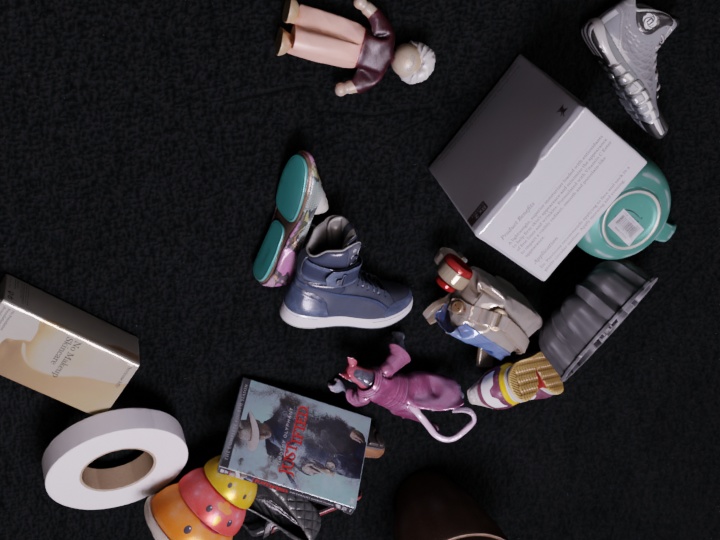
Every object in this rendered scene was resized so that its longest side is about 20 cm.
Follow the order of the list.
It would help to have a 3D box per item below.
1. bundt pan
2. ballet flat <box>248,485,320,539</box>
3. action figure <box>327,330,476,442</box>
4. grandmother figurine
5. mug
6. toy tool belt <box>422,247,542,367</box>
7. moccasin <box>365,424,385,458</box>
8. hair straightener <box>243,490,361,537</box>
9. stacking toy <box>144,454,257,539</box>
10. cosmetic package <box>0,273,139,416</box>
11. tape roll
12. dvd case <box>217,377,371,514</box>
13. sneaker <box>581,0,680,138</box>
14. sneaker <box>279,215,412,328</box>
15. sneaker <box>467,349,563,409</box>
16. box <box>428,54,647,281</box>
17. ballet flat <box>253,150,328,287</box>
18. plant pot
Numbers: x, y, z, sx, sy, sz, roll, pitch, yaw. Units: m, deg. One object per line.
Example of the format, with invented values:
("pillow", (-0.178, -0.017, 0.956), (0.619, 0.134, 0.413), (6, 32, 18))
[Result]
("bundt pan", (0.328, 0.061, 1.486), (0.076, 0.201, 0.203), (42, 105, 15))
("ballet flat", (-0.146, 0.339, 1.546), (0.198, 0.057, 0.067), (27, 113, -6))
("action figure", (0.044, 0.178, 1.485), (0.198, 0.150, 0.134), (22, 117, -39))
("grandmother figurine", (-0.002, -0.270, 1.274), (0.197, 0.061, 0.123), (9, 124, -17))
("mug", (0.362, -0.096, 1.434), (0.182, 0.115, 0.154), (-9, 120, -10))
("toy tool belt", (0.153, 0.066, 1.457), (0.199, 0.125, 0.123), (27, 108, -38))
("moccasin", (-0.062, 0.254, 1.531), (0.198, 0.074, 0.079), (4, 119, -17))
("hair straightener", (-0.101, 0.349, 1.602), (0.197, 0.041, 0.078), (-21, 101, 3))
("stacking toy", (-0.197, 0.309, 1.475), (0.146, 0.146, 0.201), (37, 96, -29))
("cosmetic package", (-0.398, 0.101, 1.357), (0.198, 0.071, 0.106), (29, 108, -26))
("tape roll", (-0.337, 0.262, 1.440), (0.200, 0.037, 0.204), (-16, 144, -12))
("dvd case", (-0.089, 0.243, 1.457), (0.197, 0.148, 0.022), (19, 142, -7))
("sneaker", (0.384, -0.275, 1.368), (0.115, 0.075, 0.200), (-39, 120, 5))
("sneaker", (0.000, 0.001, 1.388), (0.200, 0.077, 0.148), (-4, 126, -32))
("sneaker", (0.230, 0.163, 1.543), (0.089, 0.076, 0.199), (-18, 169, 32))
("box", (0.218, -0.133, 1.324), (0.130, 0.201, 0.200), (32, 107, -29))
("ballet flat", (-0.082, -0.066, 1.364), (0.070, 0.069, 0.202), (0, 123, -36))
("plant pot", (0.125, 0.405, 1.591), (0.184, 0.201, 0.190), (-7, 120, -11))
